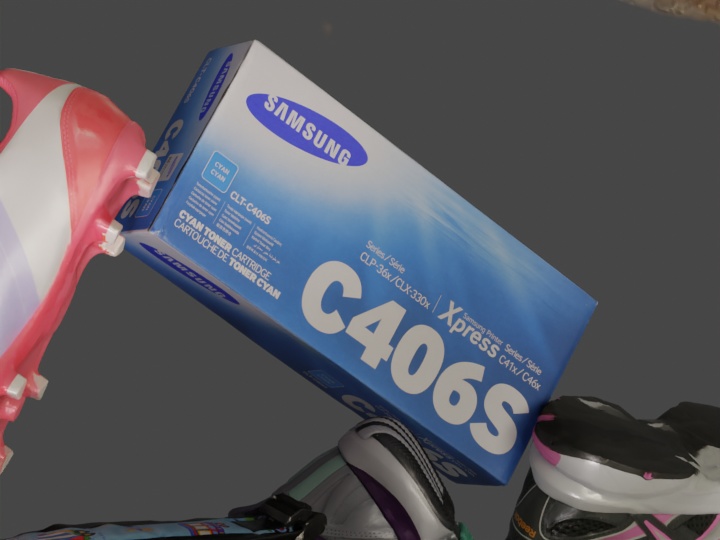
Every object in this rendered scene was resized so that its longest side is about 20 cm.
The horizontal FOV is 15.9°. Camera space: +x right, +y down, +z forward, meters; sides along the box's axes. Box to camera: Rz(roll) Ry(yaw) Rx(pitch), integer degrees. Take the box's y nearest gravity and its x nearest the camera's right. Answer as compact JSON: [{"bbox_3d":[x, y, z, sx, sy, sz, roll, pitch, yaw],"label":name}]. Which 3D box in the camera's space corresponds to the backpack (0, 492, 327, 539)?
[{"bbox_3d":[-0.091,0.168,0.948,0.199,0.183,0.135,-1,102,-15],"label":"backpack"}]

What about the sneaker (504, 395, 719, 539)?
[{"bbox_3d":[0.135,0.111,1.150,0.200,0.080,0.087,12,113,-37],"label":"sneaker"}]

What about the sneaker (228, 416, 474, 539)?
[{"bbox_3d":[0.027,0.163,1.070,0.087,0.074,0.200,-30,89,6],"label":"sneaker"}]

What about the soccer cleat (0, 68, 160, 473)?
[{"bbox_3d":[-0.151,0.016,0.990,0.076,0.067,0.200,28,78,6],"label":"soccer cleat"}]

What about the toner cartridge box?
[{"bbox_3d":[0.000,0.000,1.082,0.200,0.043,0.095,36,70,-24],"label":"toner cartridge box"}]
